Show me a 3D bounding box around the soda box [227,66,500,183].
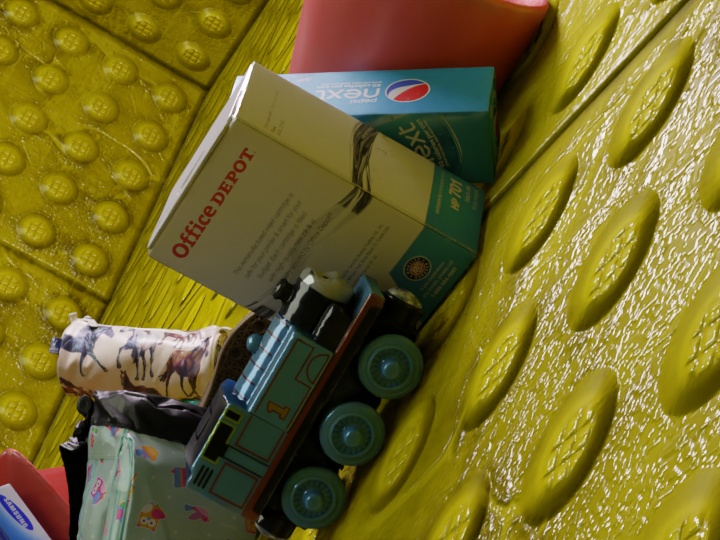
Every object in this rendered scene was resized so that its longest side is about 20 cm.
[{"bbox_3d":[0.002,-0.106,1.344,0.068,0.199,0.064,-78,-17,-54],"label":"soda box"}]

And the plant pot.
[{"bbox_3d":[0.031,-0.172,1.451,0.201,0.199,0.178,-92,23,-69],"label":"plant pot"}]

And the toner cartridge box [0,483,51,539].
[{"bbox_3d":[-0.316,0.315,1.751,0.043,0.200,0.095,-23,-22,-49],"label":"toner cartridge box"}]

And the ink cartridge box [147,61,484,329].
[{"bbox_3d":[-0.031,-0.034,1.305,0.147,0.199,0.086,-52,14,36],"label":"ink cartridge box"}]

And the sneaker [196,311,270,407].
[{"bbox_3d":[-0.104,0.088,1.669,0.200,0.070,0.076,-56,11,24],"label":"sneaker"}]

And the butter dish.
[{"bbox_3d":[-0.297,0.289,1.854,0.148,0.200,0.200,-24,-26,-51],"label":"butter dish"}]

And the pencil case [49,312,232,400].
[{"bbox_3d":[-0.229,0.094,1.929,0.078,0.199,0.090,-33,-58,-68],"label":"pencil case"}]

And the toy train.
[{"bbox_3d":[-0.038,0.089,1.253,0.201,0.114,0.087,-60,12,8],"label":"toy train"}]

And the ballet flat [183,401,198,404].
[{"bbox_3d":[-0.199,0.126,1.998,0.067,0.070,0.201,-53,14,37],"label":"ballet flat"}]

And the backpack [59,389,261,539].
[{"bbox_3d":[-0.152,0.201,1.376,0.126,0.166,0.201,160,123,-66],"label":"backpack"}]
